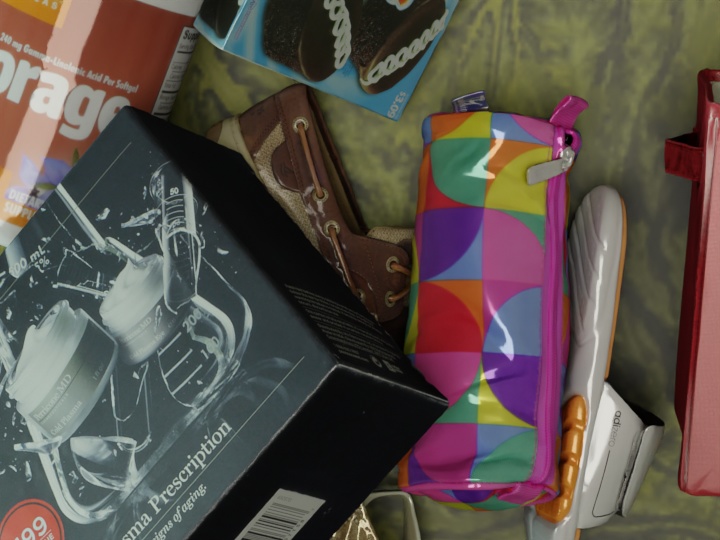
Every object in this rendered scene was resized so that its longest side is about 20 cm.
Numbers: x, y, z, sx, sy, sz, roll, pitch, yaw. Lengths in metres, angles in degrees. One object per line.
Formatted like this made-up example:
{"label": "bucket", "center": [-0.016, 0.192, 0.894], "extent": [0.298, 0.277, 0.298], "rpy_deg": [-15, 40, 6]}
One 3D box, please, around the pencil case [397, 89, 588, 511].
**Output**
{"label": "pencil case", "center": [0.064, 0.016, 1.291], "extent": [0.088, 0.088, 0.202], "rpy_deg": [3, 82, 6]}

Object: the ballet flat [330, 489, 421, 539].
{"label": "ballet flat", "center": [-0.011, 0.111, 1.357], "extent": [0.065, 0.070, 0.201], "rpy_deg": [-21, 99, -18]}

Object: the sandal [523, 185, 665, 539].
{"label": "sandal", "center": [0.125, 0.063, 1.318], "extent": [0.059, 0.079, 0.208], "rpy_deg": [7, 103, -10]}

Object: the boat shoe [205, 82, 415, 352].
{"label": "boat shoe", "center": [0.000, 0.000, 1.330], "extent": [0.072, 0.072, 0.201], "rpy_deg": [-30, 88, 11]}

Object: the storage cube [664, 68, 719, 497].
{"label": "storage cube", "center": [0.238, 0.007, 1.253], "extent": [0.198, 0.171, 0.181], "rpy_deg": [4, 100, 5]}

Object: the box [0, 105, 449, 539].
{"label": "box", "center": [-0.096, 0.063, 1.242], "extent": [0.200, 0.104, 0.182], "rpy_deg": [-49, 58, 13]}

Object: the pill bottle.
{"label": "pill bottle", "center": [-0.139, -0.113, 1.306], "extent": [0.111, 0.112, 0.201], "rpy_deg": [22, 100, 3]}

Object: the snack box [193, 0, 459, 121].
{"label": "snack box", "center": [0.014, -0.183, 1.286], "extent": [0.116, 0.037, 0.201], "rpy_deg": [19, 103, -38]}
